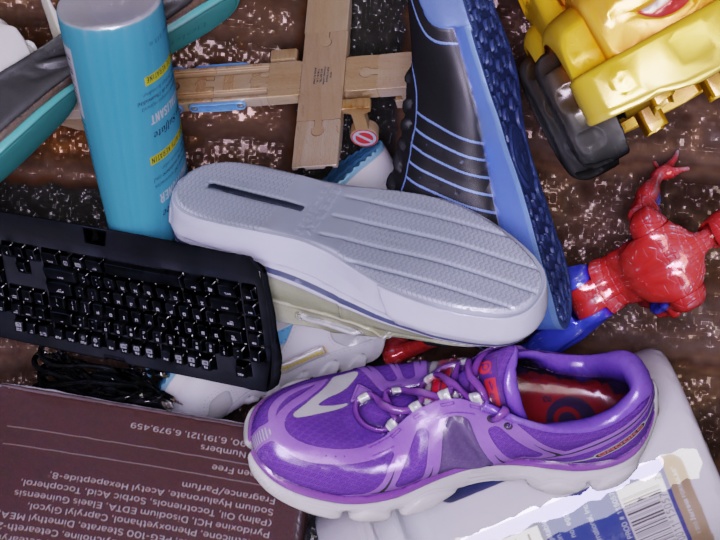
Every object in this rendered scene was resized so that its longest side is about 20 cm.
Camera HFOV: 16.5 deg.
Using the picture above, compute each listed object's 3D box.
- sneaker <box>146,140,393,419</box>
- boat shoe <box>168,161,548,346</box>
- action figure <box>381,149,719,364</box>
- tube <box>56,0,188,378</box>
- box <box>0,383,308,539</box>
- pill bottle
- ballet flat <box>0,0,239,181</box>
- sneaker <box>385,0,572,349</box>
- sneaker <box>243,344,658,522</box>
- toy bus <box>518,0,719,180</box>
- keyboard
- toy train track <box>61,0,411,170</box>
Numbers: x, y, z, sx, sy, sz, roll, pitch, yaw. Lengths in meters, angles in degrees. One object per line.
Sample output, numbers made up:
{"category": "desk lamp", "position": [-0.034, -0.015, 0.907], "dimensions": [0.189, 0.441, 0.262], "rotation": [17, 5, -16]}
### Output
{"category": "sneaker", "position": [-0.034, 0.029, 1.279], "dimensions": [0.081, 0.077, 0.200], "rotation": [44, 99, -9]}
{"category": "boat shoe", "position": [0.000, 0.000, 1.189], "dimensions": [0.200, 0.072, 0.062], "rotation": [19, 138, 26]}
{"category": "action figure", "position": [0.116, 0.006, 1.286], "dimensions": [0.200, 0.099, 0.065], "rotation": [-26, 101, 26]}
{"category": "tube", "position": [-0.108, -0.048, 1.224], "dimensions": [0.050, 0.078, 0.200], "rotation": [10, 131, 22]}
{"category": "box", "position": [-0.120, 0.190, 1.212], "dimensions": [0.164, 0.166, 0.200], "rotation": [10, 53, -1]}
{"category": "pill bottle", "position": [0.083, 0.126, 1.272], "dimensions": [0.200, 0.111, 0.111], "rotation": [-23, 97, 4]}
{"category": "ballet flat", "position": [-0.152, -0.107, 1.246], "dimensions": [0.200, 0.068, 0.068], "rotation": [-39, 83, -24]}
{"category": "sneaker", "position": [0.042, -0.057, 1.213], "dimensions": [0.078, 0.070, 0.201], "rotation": [-13, 97, 18]}
{"category": "sneaker", "position": [0.043, 0.062, 1.178], "dimensions": [0.199, 0.084, 0.081], "rotation": [-7, 59, -7]}
{"category": "toy bus", "position": [0.122, -0.157, 1.194], "dimensions": [0.135, 0.200, 0.192], "rotation": [-27, 89, 2]}
{"category": "keyboard", "position": [-0.128, 0.030, 1.223], "dimensions": [0.200, 0.040, 0.104], "rotation": [10, 125, 33]}
{"category": "toy train track", "position": [-0.058, -0.088, 1.275], "dimensions": [0.199, 0.033, 0.115], "rotation": [-3, 55, 11]}
